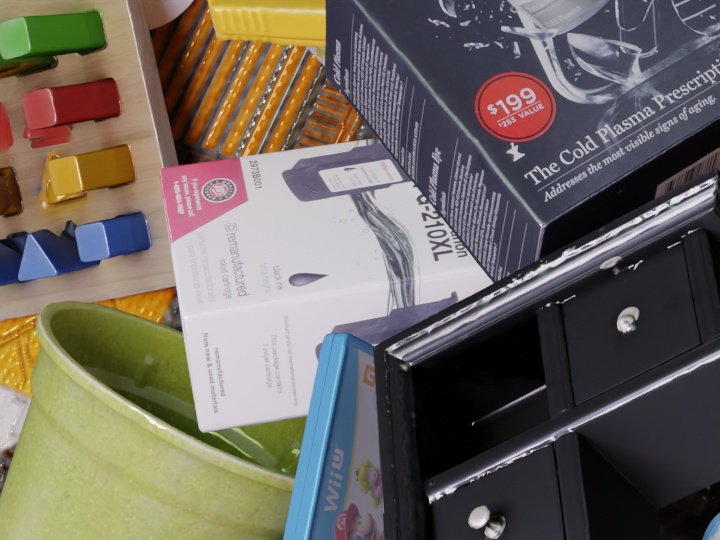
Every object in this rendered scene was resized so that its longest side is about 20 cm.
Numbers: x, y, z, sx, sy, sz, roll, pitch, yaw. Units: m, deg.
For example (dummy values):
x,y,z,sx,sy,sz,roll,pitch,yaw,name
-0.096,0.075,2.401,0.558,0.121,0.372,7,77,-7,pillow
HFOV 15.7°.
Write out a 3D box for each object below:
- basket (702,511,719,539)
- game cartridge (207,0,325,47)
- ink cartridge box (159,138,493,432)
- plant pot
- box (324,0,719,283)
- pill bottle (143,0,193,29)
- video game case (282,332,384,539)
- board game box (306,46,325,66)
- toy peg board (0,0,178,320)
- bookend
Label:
x,y,z,sx,sy,sz,roll,pitch,yaw,name
0.258,0.151,1.208,0.176,0.139,0.200,-56,34,3,basket
0.028,-0.183,1.507,0.200,0.032,0.176,4,38,23,game cartridge
0.000,0.000,1.411,0.200,0.084,0.145,-9,36,-4,ink cartridge box
-0.129,0.145,1.470,0.200,0.200,0.184,37,104,39,plant pot
0.112,-0.109,1.329,0.200,0.104,0.182,-31,66,-17,box
-0.184,-0.241,1.707,0.112,0.112,0.200,-50,51,6,pill bottle
0.036,0.130,1.338,0.018,0.200,0.143,-3,69,41,video game case
0.065,-0.121,1.464,0.134,0.034,0.200,-22,37,-15,board game box
-0.225,-0.069,1.620,0.200,0.098,0.200,-11,92,32,toy peg board
0.114,0.089,1.204,0.199,0.092,0.200,-28,40,24,bookend
